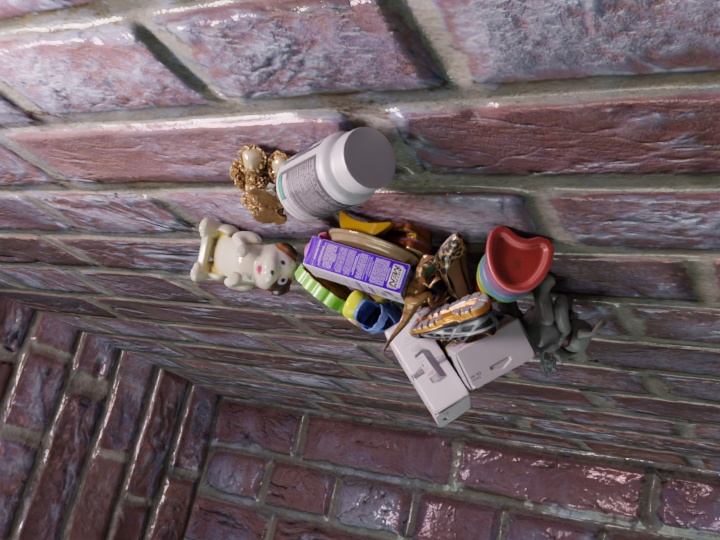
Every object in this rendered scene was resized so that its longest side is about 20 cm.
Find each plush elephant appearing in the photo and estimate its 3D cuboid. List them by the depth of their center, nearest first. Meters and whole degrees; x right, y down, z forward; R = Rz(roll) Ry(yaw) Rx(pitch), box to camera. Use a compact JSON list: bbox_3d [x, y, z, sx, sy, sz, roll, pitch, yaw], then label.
[{"bbox_3d":[0.403,0.111,1.653,0.154,0.201,0.165,-3,154,-30],"label":"plush elephant"}]

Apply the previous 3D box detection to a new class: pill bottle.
[{"bbox_3d":[-0.040,-0.149,1.271,0.113,0.114,0.200,24,160,-28],"label":"pill bottle"}]

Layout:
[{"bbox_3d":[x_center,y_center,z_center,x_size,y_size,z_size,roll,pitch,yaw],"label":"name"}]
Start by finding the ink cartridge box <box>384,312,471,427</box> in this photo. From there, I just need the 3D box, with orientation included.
[{"bbox_3d":[0.138,0.203,1.657,0.084,0.201,0.146,-29,158,-2],"label":"ink cartridge box"}]

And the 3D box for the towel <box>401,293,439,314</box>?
[{"bbox_3d":[0.183,0.087,1.753,0.146,0.030,0.200,-29,152,13],"label":"towel"}]

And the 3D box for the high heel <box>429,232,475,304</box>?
[{"bbox_3d":[0.200,0.022,1.542,0.143,0.071,0.200,48,155,22],"label":"high heel"}]

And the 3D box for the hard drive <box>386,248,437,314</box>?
[{"bbox_3d":[0.129,0.036,1.697,0.139,0.038,0.200,-29,149,11],"label":"hard drive"}]

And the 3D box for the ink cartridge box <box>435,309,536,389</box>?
[{"bbox_3d":[0.245,0.152,1.624,0.147,0.086,0.200,-28,-177,-4],"label":"ink cartridge box"}]

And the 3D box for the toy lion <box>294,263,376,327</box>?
[{"bbox_3d":[-0.070,0.034,1.733,0.191,0.069,0.200,29,-169,-42],"label":"toy lion"}]

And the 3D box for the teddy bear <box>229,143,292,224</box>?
[{"bbox_3d":[-0.161,-0.158,1.434,0.144,0.067,0.200,0,152,12],"label":"teddy bear"}]

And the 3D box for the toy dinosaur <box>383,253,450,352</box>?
[{"bbox_3d":[0.103,0.056,1.538,0.106,0.201,0.060,9,-161,-36],"label":"toy dinosaur"}]

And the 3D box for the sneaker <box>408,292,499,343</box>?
[{"bbox_3d":[0.173,0.104,1.541,0.199,0.078,0.077,-17,118,45],"label":"sneaker"}]

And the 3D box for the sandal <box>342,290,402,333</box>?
[{"bbox_3d":[0.040,0.102,1.688,0.087,0.080,0.200,33,-172,28],"label":"sandal"}]

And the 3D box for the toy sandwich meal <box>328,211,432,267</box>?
[{"bbox_3d":[0.038,-0.061,1.554,0.204,0.071,0.205,19,172,3],"label":"toy sandwich meal"}]

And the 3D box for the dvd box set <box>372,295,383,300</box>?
[{"bbox_3d":[0.123,0.080,1.938,0.145,0.030,0.200,1,157,28],"label":"dvd box set"}]

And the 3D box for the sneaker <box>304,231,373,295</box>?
[{"bbox_3d":[-0.017,-0.019,1.683,0.199,0.079,0.096,25,145,-4],"label":"sneaker"}]

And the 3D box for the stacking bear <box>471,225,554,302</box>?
[{"bbox_3d":[0.266,0.007,1.523,0.121,0.114,0.200,15,166,-3],"label":"stacking bear"}]

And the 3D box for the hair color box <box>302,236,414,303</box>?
[{"bbox_3d":[0.000,0.000,1.568,0.199,0.065,0.109,19,171,13],"label":"hair color box"}]

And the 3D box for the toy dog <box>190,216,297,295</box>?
[{"bbox_3d":[-0.232,-0.013,1.740,0.199,0.140,0.194,16,178,24],"label":"toy dog"}]
